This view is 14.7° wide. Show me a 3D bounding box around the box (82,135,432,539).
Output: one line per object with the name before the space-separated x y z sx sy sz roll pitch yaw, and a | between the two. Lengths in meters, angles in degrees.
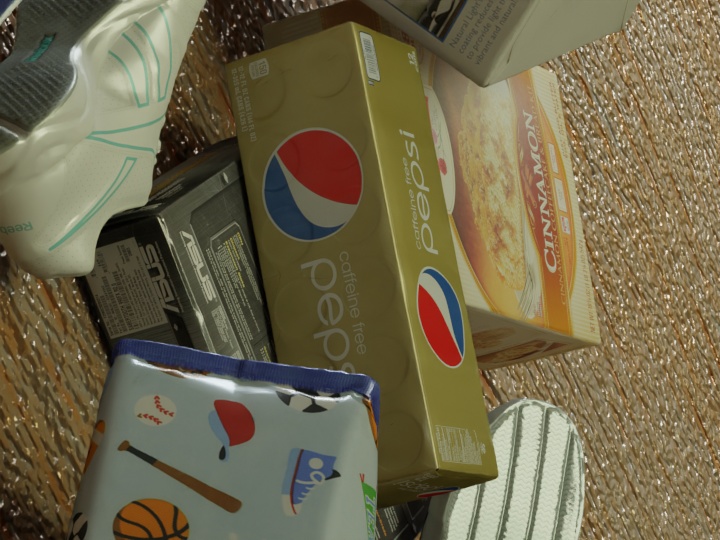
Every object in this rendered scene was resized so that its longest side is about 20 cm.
box | -0.041 0.049 1.231 0.200 0.048 0.158 69 25 -11

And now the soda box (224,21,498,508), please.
soda box | 0.000 0.000 1.207 0.064 0.068 0.200 16 61 -62

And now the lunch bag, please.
lunch bag | -0.055 0.155 1.038 0.200 0.124 0.170 100 1 -46

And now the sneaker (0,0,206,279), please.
sneaker | -0.111 -0.071 1.152 0.200 0.070 0.080 -60 138 -48

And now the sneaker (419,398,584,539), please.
sneaker | 0.043 0.152 1.274 0.073 0.071 0.200 28 71 -18

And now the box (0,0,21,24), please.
box | -0.185 -0.141 0.903 0.200 0.032 0.121 30 51 6

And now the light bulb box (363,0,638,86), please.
light bulb box | 0.044 -0.205 1.334 0.200 0.125 0.198 37 24 12

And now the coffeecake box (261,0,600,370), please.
coffeecake box | 0.039 -0.040 1.411 0.200 0.073 0.154 16 62 -60
